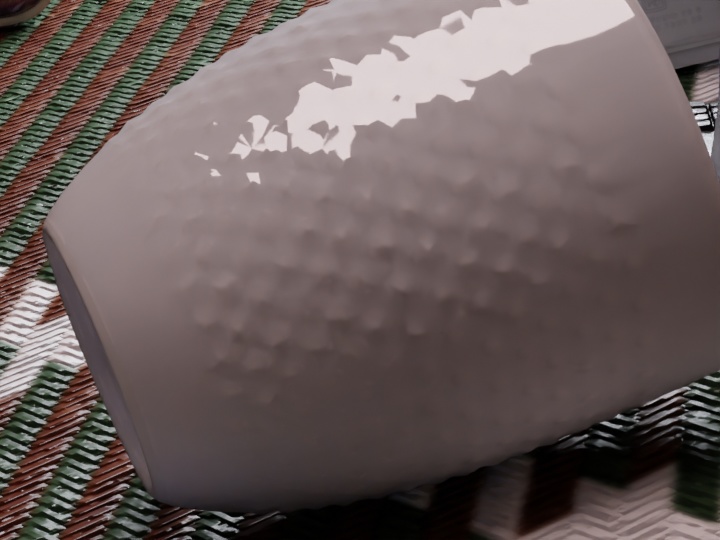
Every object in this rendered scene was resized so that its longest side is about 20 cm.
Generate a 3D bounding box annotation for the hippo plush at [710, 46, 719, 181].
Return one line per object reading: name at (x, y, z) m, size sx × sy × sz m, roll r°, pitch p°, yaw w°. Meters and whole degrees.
hippo plush at (0.180, -0.066, 1.010) m, size 0.200 × 0.160 × 0.161 m, roll 23°, pitch 1°, yaw 20°

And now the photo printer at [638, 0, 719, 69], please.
photo printer at (0.100, -0.140, 1.318) m, size 0.166 × 0.070 × 0.200 m, roll -13°, pitch 20°, yaw -6°

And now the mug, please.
mug at (0.000, 0.000, 0.909) m, size 0.175 × 0.148 × 0.200 m, roll -22°, pitch -9°, yaw -10°

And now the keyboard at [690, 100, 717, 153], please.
keyboard at (0.111, -0.035, 1.067) m, size 0.104 × 0.040 × 0.200 m, roll -9°, pitch 19°, yaw 4°

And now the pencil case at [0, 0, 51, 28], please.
pencil case at (-0.209, -0.188, 1.599) m, size 0.089 × 0.078 × 0.200 m, roll -47°, pitch 24°, yaw 0°
